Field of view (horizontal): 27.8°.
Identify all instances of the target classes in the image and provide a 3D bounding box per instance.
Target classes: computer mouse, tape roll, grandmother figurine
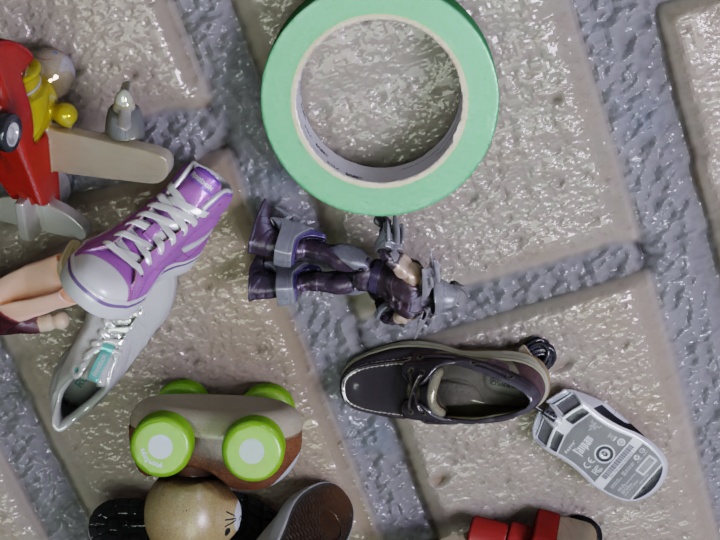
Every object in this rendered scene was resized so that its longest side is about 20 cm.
[{"bbox_3d":[0.203,0.149,1.389,0.200,0.044,0.110,35,108,-9],"label":"computer mouse"},{"bbox_3d":[0.017,-0.147,1.229,0.200,0.048,0.201,1,110,2],"label":"tape roll"},{"bbox_3d":[-0.318,0.028,1.307,0.200,0.061,0.121,-20,128,32],"label":"grandmother figurine"}]

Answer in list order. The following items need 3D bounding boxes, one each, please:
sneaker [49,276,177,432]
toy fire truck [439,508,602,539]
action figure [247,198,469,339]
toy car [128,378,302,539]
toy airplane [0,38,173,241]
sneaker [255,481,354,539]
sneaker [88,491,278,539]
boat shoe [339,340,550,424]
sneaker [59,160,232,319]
[{"bbox_3d":[-0.229,0.066,1.332,0.075,0.089,0.200,26,114,-10],"label":"sneaker"},{"bbox_3d":[0.124,0.321,1.442,0.199,0.129,0.177,14,117,8],"label":"toy fire truck"},{"bbox_3d":[0.000,0.000,1.292,0.199,0.069,0.130,12,135,6],"label":"action figure"},{"bbox_3d":[-0.135,0.215,1.332,0.157,0.164,0.201,3,98,1],"label":"toy car"},{"bbox_3d":[-0.276,-0.120,1.229,0.200,0.141,0.199,33,150,-25],"label":"toy airplane"},{"bbox_3d":[-0.081,0.272,1.388,0.085,0.200,0.073,-30,97,38],"label":"sneaker"},{"bbox_3d":[-0.170,0.272,1.457,0.199,0.076,0.088,4,141,-4],"label":"sneaker"},{"bbox_3d":[0.072,0.107,1.337,0.199,0.065,0.072,1,100,16],"label":"boat shoe"},{"bbox_3d":[-0.173,-0.038,1.220,0.073,0.200,0.114,39,117,2],"label":"sneaker"}]
